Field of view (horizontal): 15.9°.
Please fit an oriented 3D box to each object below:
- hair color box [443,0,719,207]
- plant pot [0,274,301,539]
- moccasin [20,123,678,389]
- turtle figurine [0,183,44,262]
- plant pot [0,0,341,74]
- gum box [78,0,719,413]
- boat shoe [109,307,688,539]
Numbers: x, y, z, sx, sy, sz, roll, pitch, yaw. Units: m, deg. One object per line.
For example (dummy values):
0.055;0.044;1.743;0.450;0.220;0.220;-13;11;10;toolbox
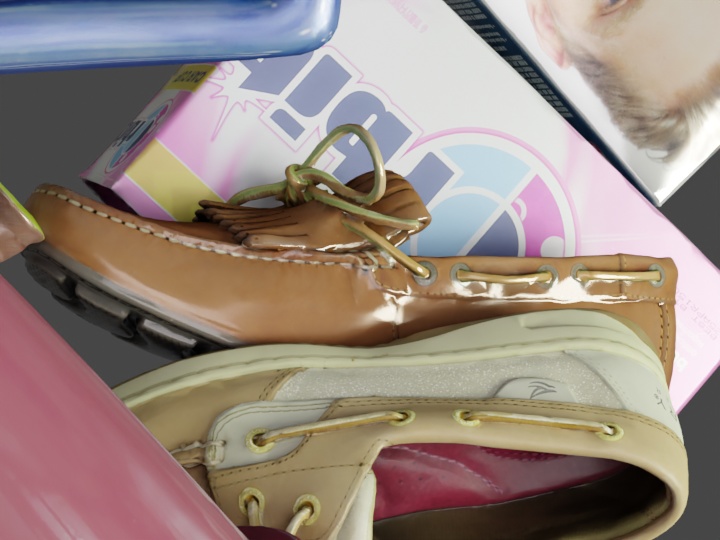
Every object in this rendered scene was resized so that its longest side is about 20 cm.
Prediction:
0.059;-0.127;0.836;0.100;0.061;0.200;-44;103;-7;hair color box
-0.114;0.081;0.573;0.200;0.200;0.179;-32;101;-9;plant pot
0.000;0.000;0.753;0.201;0.074;0.078;11;86;-11;moccasin
-0.166;0.019;0.667;0.161;0.200;0.064;-40;58;-1;turtle figurine
-0.118;-0.140;0.600;0.200;0.180;0.200;-2;92;-14;plant pot
0.024;-0.004;0.833;0.200;0.066;0.114;43;83;-13;gum box
-0.007;0.062;0.704;0.200;0.066;0.074;-15;125;-3;boat shoe
